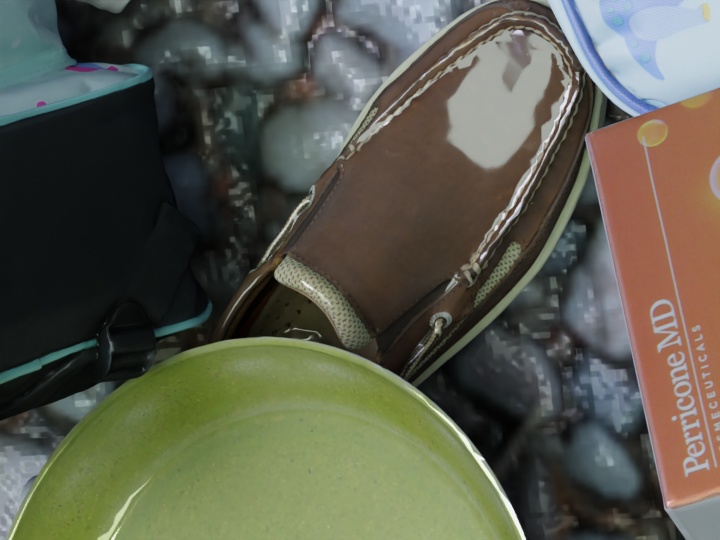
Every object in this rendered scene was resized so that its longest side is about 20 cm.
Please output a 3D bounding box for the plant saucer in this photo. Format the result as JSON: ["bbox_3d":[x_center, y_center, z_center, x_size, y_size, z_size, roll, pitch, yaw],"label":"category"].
[{"bbox_3d":[-0.025,0.121,0.876,0.199,0.031,0.201,-5,81,32],"label":"plant saucer"}]

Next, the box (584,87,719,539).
[{"bbox_3d":[0.178,0.002,0.819,0.199,0.098,0.125,-19,57,15],"label":"box"}]

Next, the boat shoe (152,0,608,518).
[{"bbox_3d":[0.005,0.004,0.921,0.075,0.075,0.203,37,108,7],"label":"boat shoe"}]

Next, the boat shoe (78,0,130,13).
[{"bbox_3d":[-0.039,-0.164,0.913,0.070,0.071,0.200,32,106,-21],"label":"boat shoe"}]

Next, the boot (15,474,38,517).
[{"bbox_3d":[-0.054,0.159,0.978,0.095,0.074,0.201,-5,108,11],"label":"boot"}]

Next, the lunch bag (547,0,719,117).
[{"bbox_3d":[0.107,-0.151,0.858,0.160,0.082,0.201,-23,94,18],"label":"lunch bag"}]

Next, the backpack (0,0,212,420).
[{"bbox_3d":[-0.174,-0.013,0.911,0.200,0.176,0.154,-14,99,44],"label":"backpack"}]
